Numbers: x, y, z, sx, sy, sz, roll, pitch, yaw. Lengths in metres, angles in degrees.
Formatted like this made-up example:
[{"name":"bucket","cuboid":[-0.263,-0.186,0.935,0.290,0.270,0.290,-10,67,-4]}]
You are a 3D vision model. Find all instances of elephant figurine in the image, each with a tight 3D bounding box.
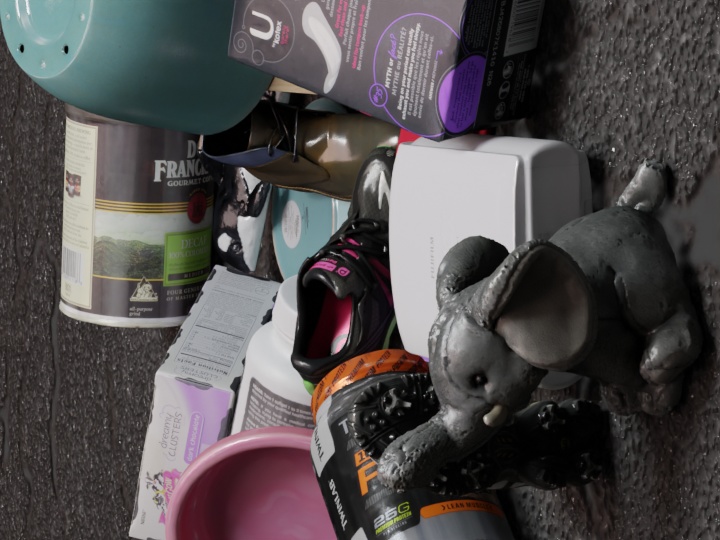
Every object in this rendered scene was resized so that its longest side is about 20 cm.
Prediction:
[{"name":"elephant figurine","cuboid":[0.102,0.034,1.419,0.142,0.198,0.156,118,142,-47]}]

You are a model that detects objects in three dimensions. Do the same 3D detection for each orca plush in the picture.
[{"name":"orca plush","cuboid":[-0.107,-0.100,1.986,0.105,0.070,0.201,-82,4,-59]}]

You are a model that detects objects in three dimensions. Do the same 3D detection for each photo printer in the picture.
[{"name":"photo printer","cuboid":[0.084,-0.012,1.597,0.200,0.069,0.168,13,106,61]}]

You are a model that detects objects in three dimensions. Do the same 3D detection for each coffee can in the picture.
[{"name":"coffee can","cuboid":[-0.209,-0.060,2.163,0.146,0.145,0.202,-152,63,-62]}]

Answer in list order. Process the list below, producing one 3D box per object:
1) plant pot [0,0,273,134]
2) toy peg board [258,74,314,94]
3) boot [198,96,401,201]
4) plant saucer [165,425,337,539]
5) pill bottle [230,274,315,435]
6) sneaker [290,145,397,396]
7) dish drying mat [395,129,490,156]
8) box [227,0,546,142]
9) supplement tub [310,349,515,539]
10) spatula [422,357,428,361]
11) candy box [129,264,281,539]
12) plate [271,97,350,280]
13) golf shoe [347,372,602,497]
[{"name":"plant pot","cuboid":[-0.179,-0.208,1.764,0.200,0.160,0.202,1,91,47]},{"name":"toy peg board","cuboid":[-0.048,-0.242,1.808,0.199,0.097,0.201,9,98,46]},{"name":"boot","cuboid":[-0.042,-0.097,1.821,0.199,0.096,0.075,-5,78,52]},{"name":"plant saucer","cuboid":[-0.053,0.204,1.816,0.051,0.199,0.202,-74,-2,-60]},{"name":"pill bottle","cuboid":[-0.045,0.107,1.855,0.111,0.110,0.201,-125,40,-50]},{"name":"sneaker","cuboid":[0.000,0.000,1.731,0.076,0.084,0.202,11,79,27]},{"name":"dish drying mat","cuboid":[0.073,-0.161,1.657,0.077,0.018,0.201,29,121,34]},{"name":"box","cuboid":[0.019,-0.183,1.608,0.199,0.106,0.123,24,116,31]},{"name":"supplement tub","cuboid":[0.036,0.165,1.668,0.123,0.122,0.201,115,144,-44]},{"name":"spatula","cuboid":[0.061,-0.032,1.719,0.056,0.020,0.202,-172,81,-67]},{"name":"candy box","cuboid":[-0.132,0.119,1.984,0.200,0.071,0.169,-68,-8,-61]},{"name":"plate","cuboid":[-0.040,-0.045,1.936,0.200,0.025,0.202,178,90,-65]},{"name":"golf shoe","cuboid":[0.063,0.112,1.506,0.094,0.199,0.078,-5,75,55]}]
